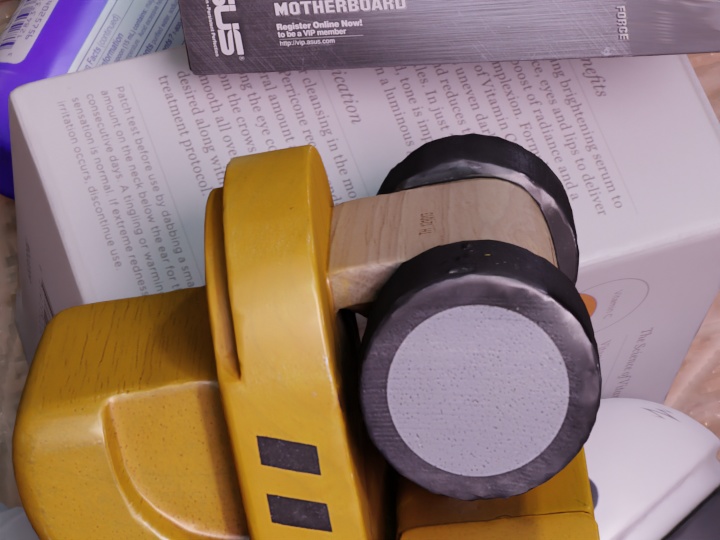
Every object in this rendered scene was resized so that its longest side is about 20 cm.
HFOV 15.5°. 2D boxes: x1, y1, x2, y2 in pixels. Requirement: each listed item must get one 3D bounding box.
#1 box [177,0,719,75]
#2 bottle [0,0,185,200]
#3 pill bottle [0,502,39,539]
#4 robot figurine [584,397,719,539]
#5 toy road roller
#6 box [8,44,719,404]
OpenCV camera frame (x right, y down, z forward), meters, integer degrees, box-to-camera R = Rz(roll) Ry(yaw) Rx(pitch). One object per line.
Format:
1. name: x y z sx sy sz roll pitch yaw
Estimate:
1. box: 0.045 -0.117 0.796 0.158 0.048 0.200 -2 25 16
2. bottle: -0.065 -0.112 0.893 0.065 0.084 0.200 30 73 -10
3. pill bottle: -0.187 0.063 0.799 0.200 0.116 0.116 38 68 6
4. robot figurine: 0.104 0.132 0.815 0.150 0.125 0.200 -39 80 -23
5. toy road roller: -0.006 0.066 0.685 0.145 0.123 0.201 -9 109 4
6. box: 0.000 0.000 0.829 0.199 0.152 0.107 -15 64 -15
